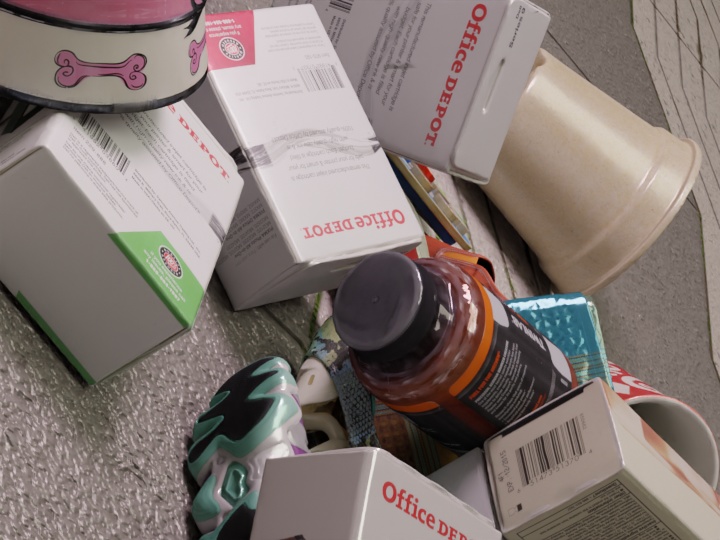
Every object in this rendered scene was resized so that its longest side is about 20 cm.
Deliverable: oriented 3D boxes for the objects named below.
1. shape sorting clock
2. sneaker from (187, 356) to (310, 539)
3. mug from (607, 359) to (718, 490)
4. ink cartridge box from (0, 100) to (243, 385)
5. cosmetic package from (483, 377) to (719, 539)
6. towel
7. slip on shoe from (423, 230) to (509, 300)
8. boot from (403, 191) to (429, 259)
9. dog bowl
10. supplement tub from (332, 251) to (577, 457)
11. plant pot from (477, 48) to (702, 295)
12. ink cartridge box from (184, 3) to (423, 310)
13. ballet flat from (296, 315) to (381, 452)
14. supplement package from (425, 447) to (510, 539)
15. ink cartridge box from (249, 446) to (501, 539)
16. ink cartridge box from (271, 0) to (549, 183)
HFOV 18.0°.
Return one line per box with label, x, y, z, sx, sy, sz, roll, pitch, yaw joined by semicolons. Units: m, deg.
shape sorting clock;0.034;-0.099;1.930;0.200;0.039;0.200;51;1;-1
sneaker;-0.044;0.162;1.433;0.140;0.077;0.201;47;34;-33
mug;0.170;0.118;1.812;0.177;0.134;0.200;43;1;-24
ink cartridge box;-0.159;-0.046;1.419;0.146;0.084;0.200;52;22;-18
cosmetic package;0.183;0.174;1.562;0.200;0.103;0.088;44;24;-38
towel;0.093;0.096;1.674;0.022;0.198;0.148;125;-45;-68
slip on shoe;0.079;0.010;1.850;0.200;0.061;0.074;47;-11;42
boot;0.000;0.000;1.743;0.201;0.072;0.144;65;23;5
dog bowl;-0.184;-0.176;1.401;0.198;0.074;0.201;12;29;-7
supplement tub;0.062;0.059;1.556;0.200;0.106;0.108;38;29;-49
plant pot;0.192;-0.106;2.178;0.183;0.200;0.201;41;25;-14
ink cartridge box;-0.062;-0.082;1.642;0.145;0.083;0.201;-12;73;-49
ballet flat;-0.019;0.115;1.556;0.074;0.074;0.201;34;31;-48
supplement package;0.102;0.237;1.593;0.200;0.113;0.110;42;25;-36
ink cartridge box;-0.001;0.222;1.322;0.145;0.084;0.202;36;56;-46
ink cartridge box;0.027;-0.168;1.775;0.199;0.147;0.084;23;5;28
